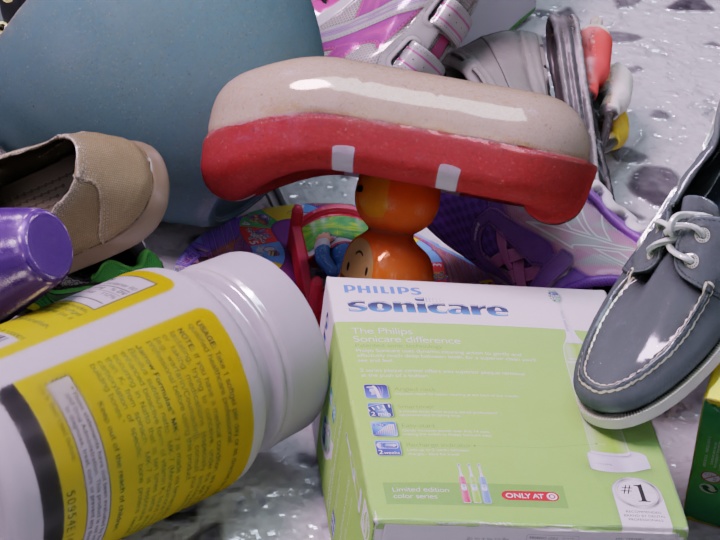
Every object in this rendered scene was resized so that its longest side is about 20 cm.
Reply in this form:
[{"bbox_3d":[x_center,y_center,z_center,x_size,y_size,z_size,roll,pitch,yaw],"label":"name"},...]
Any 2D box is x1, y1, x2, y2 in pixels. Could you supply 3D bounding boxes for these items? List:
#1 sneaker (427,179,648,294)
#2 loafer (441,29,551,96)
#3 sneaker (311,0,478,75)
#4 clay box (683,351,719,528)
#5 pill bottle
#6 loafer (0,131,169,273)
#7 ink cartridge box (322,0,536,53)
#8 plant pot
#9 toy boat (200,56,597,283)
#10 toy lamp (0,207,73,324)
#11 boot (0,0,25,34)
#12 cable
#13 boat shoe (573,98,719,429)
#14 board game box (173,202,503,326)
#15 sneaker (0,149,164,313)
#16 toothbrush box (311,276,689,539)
[{"bbox_3d":[0.108,-0.001,1.424,0.200,0.081,0.088,30,40,21],"label":"sneaker"},{"bbox_3d":[0.082,-0.075,1.567,0.070,0.070,0.200,-8,31,2],"label":"loafer"},{"bbox_3d":[0.028,-0.139,1.587,0.081,0.200,0.088,27,32,-60],"label":"sneaker"},{"bbox_3d":[0.208,0.018,1.329,0.047,0.115,0.200,15,57,11],"label":"clay box"},{"bbox_3d":[-0.117,0.065,1.252,0.200,0.115,0.114,-23,43,-39],"label":"pill bottle"},{"bbox_3d":[-0.191,-0.018,1.326,0.200,0.067,0.076,-29,55,15],"label":"loafer"},{"bbox_3d":[0.002,-0.208,1.736,0.200,0.085,0.146,21,34,20],"label":"ink cartridge box"},{"bbox_3d":[-0.095,-0.104,1.479,0.135,0.200,0.200,46,42,9],"label":"plant pot"},{"bbox_3d":[0.016,-0.035,1.363,0.199,0.131,0.131,10,1,4],"label":"toy boat"},{"bbox_3d":[-0.221,0.011,1.274,0.200,0.058,0.058,-14,19,33],"label":"toy lamp"},{"bbox_3d":[-0.221,-0.177,1.570,0.073,0.154,0.204,4,29,10],"label":"boot"},{"bbox_3d":[0.141,-0.084,1.562,0.050,0.097,0.200,-13,31,5],"label":"cable"},{"bbox_3d":[0.154,-0.016,1.256,0.073,0.062,0.200,18,63,43],"label":"boat shoe"},{"bbox_3d":[0.000,0.000,1.447,0.200,0.039,0.158,27,37,27],"label":"board game box"},{"bbox_3d":[-0.155,-0.019,1.404,0.078,0.085,0.200,-17,39,-34],"label":"sneaker"},{"bbox_3d":[0.059,0.092,1.273,0.145,0.086,0.200,2,33,-10],"label":"toothbrush box"}]
